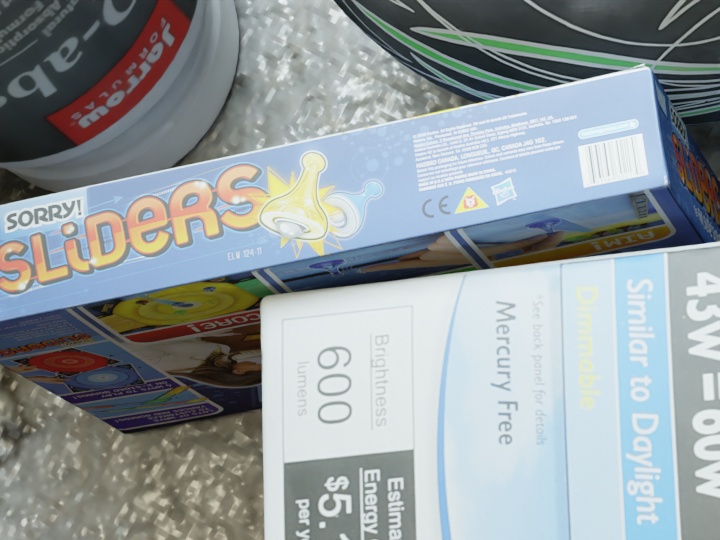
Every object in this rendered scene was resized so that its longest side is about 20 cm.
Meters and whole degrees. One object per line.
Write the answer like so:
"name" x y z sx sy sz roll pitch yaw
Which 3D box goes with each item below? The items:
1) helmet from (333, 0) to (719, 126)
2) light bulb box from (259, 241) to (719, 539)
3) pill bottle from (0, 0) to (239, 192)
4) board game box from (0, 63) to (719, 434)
"helmet" 0.077 -0.132 0.782 0.199 0.200 0.191 9 67 20
"light bulb box" 0.088 0.103 0.743 0.199 0.125 0.199 -7 72 17
"pill bottle" -0.111 -0.097 0.824 0.115 0.200 0.116 -5 72 17
"board game box" 0.000 0.000 0.796 0.199 0.135 0.035 -11 72 14
